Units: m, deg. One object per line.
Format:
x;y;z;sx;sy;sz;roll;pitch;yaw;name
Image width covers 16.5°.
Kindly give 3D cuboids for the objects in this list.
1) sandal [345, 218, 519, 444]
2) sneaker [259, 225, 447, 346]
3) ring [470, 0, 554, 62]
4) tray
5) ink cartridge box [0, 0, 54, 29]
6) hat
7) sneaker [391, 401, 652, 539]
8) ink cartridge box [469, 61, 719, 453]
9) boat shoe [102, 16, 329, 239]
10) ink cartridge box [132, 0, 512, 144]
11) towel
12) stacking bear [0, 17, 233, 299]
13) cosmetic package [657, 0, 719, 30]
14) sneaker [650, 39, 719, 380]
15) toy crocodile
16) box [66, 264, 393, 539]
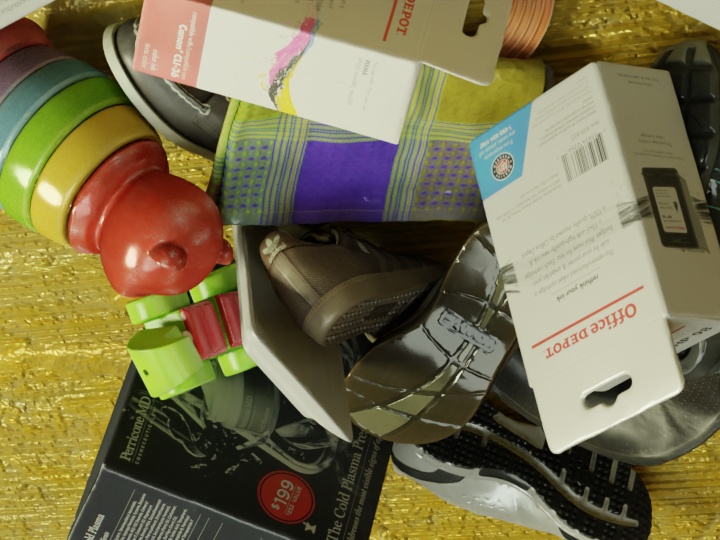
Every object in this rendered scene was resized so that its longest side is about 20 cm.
0.061;0.034;1.578;0.081;0.055;0.200;32;121;-1;sandal
0.000;0.000;1.585;0.070;0.200;0.076;-44;77;13;sneaker
0.018;-0.180;1.476;0.199;0.019;0.201;8;135;8;ring
-0.050;0.019;1.570;0.022;0.200;0.107;-32;122;15;tray
-0.271;-0.231;1.460;0.144;0.084;0.200;-22;125;33;ink cartridge box
0.159;0.026;1.600;0.200;0.081;0.202;15;127;20;hat
0.112;0.145;1.754;0.199;0.074;0.080;27;150;-5;sneaker
0.144;-0.005;1.441;0.066;0.201;0.116;4;155;-41;ink cartridge box
-0.074;-0.098;1.552;0.060;0.072;0.201;-28;129;30;boat shoe
-0.018;-0.145;1.423;0.199;0.117;0.068;16;136;1;ink cartridge box
0.013;-0.077;1.513;0.199;0.023;0.144;1;140;-16;towel
-0.167;-0.057;1.531;0.200;0.121;0.114;39;106;21;stacking bear
0.252;-0.218;1.293;0.199;0.123;0.200;25;136;-7;cosmetic package
0.204;-0.036;1.484;0.079;0.201;0.075;1;180;-41;sneaker
-0.090;0.035;1.582;0.062;0.200;0.068;-19;91;28;toy crocodile
-0.077;0.115;1.671;0.181;0.201;0.104;21;138;-6;box
